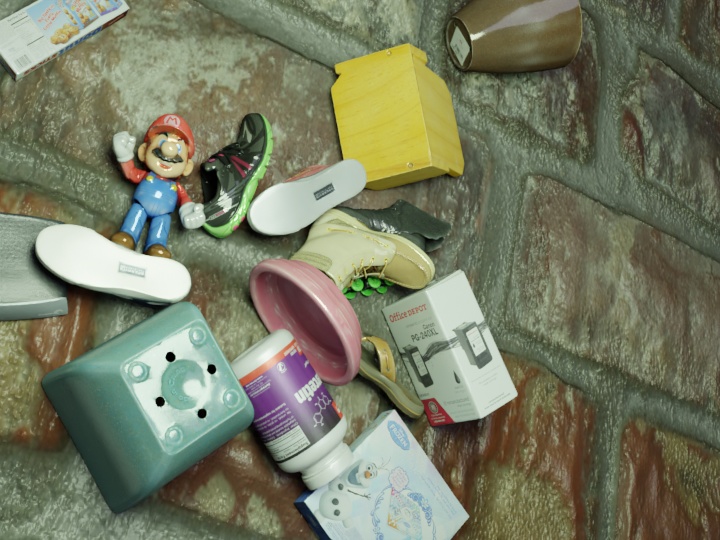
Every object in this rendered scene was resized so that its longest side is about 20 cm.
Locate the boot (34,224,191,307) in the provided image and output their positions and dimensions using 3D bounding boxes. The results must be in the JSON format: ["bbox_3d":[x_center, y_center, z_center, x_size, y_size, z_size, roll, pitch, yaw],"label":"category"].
[{"bbox_3d":[-0.321,0.005,1.127,0.197,0.090,0.074,21,68,-20],"label":"boot"}]

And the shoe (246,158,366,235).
[{"bbox_3d":[-0.089,-0.106,1.294,0.198,0.090,0.073,-28,102,-25],"label":"shoe"}]

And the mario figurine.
[{"bbox_3d":[-0.272,-0.118,1.177,0.123,0.104,0.205,31,66,-54],"label":"mario figurine"}]

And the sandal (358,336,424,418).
[{"bbox_3d":[0.033,0.137,1.293,0.054,0.081,0.200,-43,106,9],"label":"sandal"}]

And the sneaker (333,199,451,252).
[{"bbox_3d":[0.045,-0.072,1.378,0.196,0.061,0.105,23,44,-5],"label":"sneaker"}]

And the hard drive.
[{"bbox_3d":[-0.459,-0.009,1.077,0.196,0.042,0.138,1,75,-30],"label":"hard drive"}]

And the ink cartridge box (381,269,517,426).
[{"bbox_3d":[0.129,0.119,1.319,0.082,0.145,0.203,-23,88,-30],"label":"ink cartridge box"}]

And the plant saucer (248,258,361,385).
[{"bbox_3d":[-0.068,0.063,1.188,0.051,0.200,0.202,-39,96,-28],"label":"plant saucer"}]

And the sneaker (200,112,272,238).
[{"bbox_3d":[-0.184,-0.148,1.258,0.083,0.076,0.204,29,62,-24],"label":"sneaker"}]

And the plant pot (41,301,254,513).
[{"bbox_3d":[-0.240,0.155,1.064,0.195,0.199,0.199,-31,92,-32],"label":"plant pot"}]

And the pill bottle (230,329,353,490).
[{"bbox_3d":[-0.093,0.190,1.190,0.112,0.112,0.202,-36,95,-32],"label":"pill bottle"}]

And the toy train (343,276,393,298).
[{"bbox_3d":[-0.032,0.014,1.321,0.196,0.042,0.057,-9,70,-32],"label":"toy train"}]

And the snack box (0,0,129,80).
[{"bbox_3d":[-0.416,-0.342,1.210,0.072,0.024,0.200,50,58,-7],"label":"snack box"}]

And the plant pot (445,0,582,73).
[{"bbox_3d":[0.256,-0.425,1.549,0.197,0.187,0.191,-21,86,-18],"label":"plant pot"}]

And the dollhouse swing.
[{"bbox_3d":[0.066,-0.236,1.453,0.178,0.176,0.205,-13,80,10],"label":"dollhouse swing"}]

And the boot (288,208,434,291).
[{"bbox_3d":[0.000,0.000,1.261,0.197,0.074,0.156,27,38,4],"label":"boot"}]

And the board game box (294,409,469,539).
[{"bbox_3d":[0.035,0.344,1.260,0.198,0.043,0.202,-39,96,-32],"label":"board game box"}]
